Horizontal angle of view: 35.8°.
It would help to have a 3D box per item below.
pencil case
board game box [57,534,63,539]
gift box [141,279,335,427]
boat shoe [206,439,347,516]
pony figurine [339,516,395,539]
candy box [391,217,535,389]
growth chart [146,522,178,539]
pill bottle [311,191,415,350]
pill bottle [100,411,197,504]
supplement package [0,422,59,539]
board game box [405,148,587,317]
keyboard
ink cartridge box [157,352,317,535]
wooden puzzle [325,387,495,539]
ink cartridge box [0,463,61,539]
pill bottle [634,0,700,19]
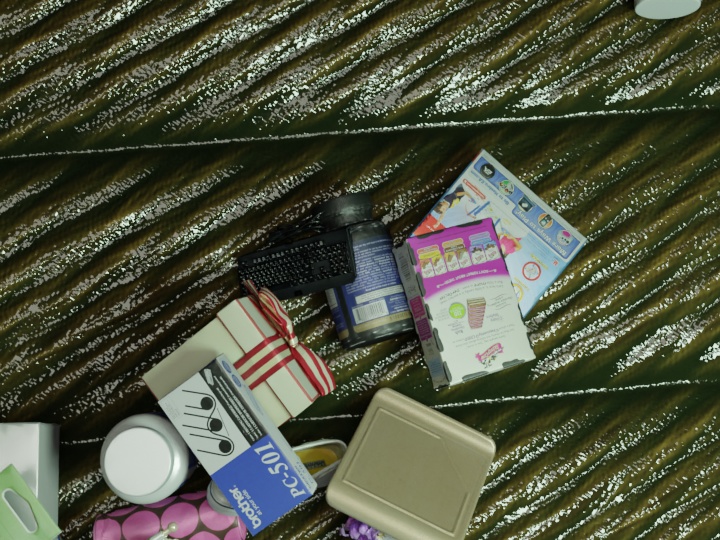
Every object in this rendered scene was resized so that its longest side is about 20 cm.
[{"bbox_3d":[-0.249,0.351,1.475,0.198,0.091,0.094,-8,124,-4],"label":"pencil case"},{"bbox_3d":[-0.456,0.390,1.472,0.134,0.034,0.201,-24,84,-8],"label":"board game box"},{"bbox_3d":[-0.153,0.129,1.466,0.186,0.200,0.185,-37,93,7],"label":"gift box"},{"bbox_3d":[-0.102,0.262,1.460,0.200,0.086,0.075,-8,58,-28],"label":"boat shoe"},{"bbox_3d":[0.026,0.356,1.473,0.191,0.167,0.202,7,65,-15],"label":"pony figurine"},{"bbox_3d":[0.137,0.044,1.491,0.135,0.061,0.202,-14,82,-21],"label":"candy box"},{"bbox_3d":[-0.271,0.420,1.431,0.144,0.201,0.018,-28,42,-14],"label":"growth chart"},{"bbox_3d":[0.000,0.000,1.529,0.111,0.112,0.202,-15,84,-7],"label":"pill bottle"},{"bbox_3d":[-0.271,0.238,1.425,0.111,0.200,0.113,0,83,-2],"label":"pill bottle"},{"bbox_3d":[-0.452,0.295,1.409,0.120,0.120,0.202,-1,81,-2],"label":"supplement package"},{"bbox_3d":[0.182,-0.031,1.578,0.200,0.056,0.196,41,81,2],"label":"board game box"},{"bbox_3d":[-0.097,-0.016,1.503,0.199,0.039,0.105,-14,80,33],"label":"keyboard"},{"bbox_3d":[-0.148,0.210,1.352,0.094,0.044,0.201,-36,91,9],"label":"ink cartridge box"},{"bbox_3d":[0.069,0.267,1.467,0.184,0.037,0.201,25,47,6],"label":"wooden puzzle"},{"bbox_3d":[-0.456,0.328,1.311,0.199,0.059,0.104,-38,84,-6],"label":"ink cartridge box"},{"bbox_3d":[0.448,-0.482,1.636,0.113,0.114,0.202,1,81,-5],"label":"pill bottle"}]
